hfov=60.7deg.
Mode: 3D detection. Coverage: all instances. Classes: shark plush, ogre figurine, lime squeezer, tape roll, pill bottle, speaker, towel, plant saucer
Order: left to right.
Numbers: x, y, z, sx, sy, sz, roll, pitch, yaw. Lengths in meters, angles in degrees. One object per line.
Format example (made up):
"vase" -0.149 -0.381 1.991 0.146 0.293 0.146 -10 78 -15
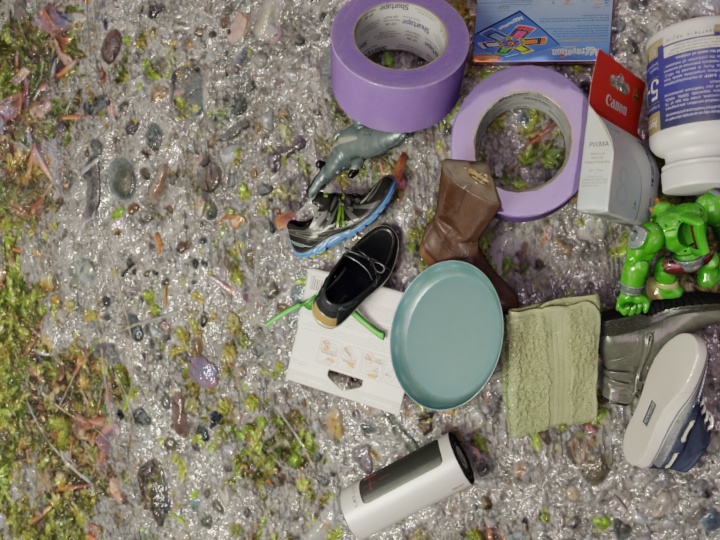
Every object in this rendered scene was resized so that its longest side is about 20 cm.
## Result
"lime squeezer" -0.057 0.060 0.941 0.194 0.038 0.073 4 119 14
"shark plush" -0.016 -0.180 0.935 0.196 0.091 0.085 -26 54 18
"tape roll" 0.054 -0.303 0.879 0.193 0.086 0.205 0 61 -1
"speaker" 0.068 0.324 0.922 0.197 0.081 0.083 -31 82 13
"plant saucer" 0.120 0.089 0.849 0.197 0.027 0.206 -18 65 43
"tape roll" 0.229 -0.175 0.873 0.194 0.085 0.207 0 90 15
"towel" 0.260 0.133 0.839 0.144 0.037 0.206 -11 113 -7
"ogre figurine" 0.421 -0.030 0.802 0.194 0.099 0.122 -14 121 15
"pill bottle" 0.439 -0.208 0.803 0.116 0.119 0.207 -1 86 14

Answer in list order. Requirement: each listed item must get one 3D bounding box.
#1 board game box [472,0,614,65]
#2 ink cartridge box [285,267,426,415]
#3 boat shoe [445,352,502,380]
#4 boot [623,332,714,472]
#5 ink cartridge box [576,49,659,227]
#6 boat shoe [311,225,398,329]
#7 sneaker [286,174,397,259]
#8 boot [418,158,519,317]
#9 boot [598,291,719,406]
"board game box" 0.266 -0.356 0.905 0.194 0.019 0.107 5 89 15
"ink cartridge box" -0.006 0.107 0.959 0.194 0.045 0.182 14 92 15
"boat shoe" 0.212 0.118 0.891 0.195 0.070 0.072 -24 67 -7
"boot" 0.426 0.177 0.811 0.088 0.073 0.205 10 117 -8
"ink cartridge box" 0.351 -0.167 0.810 0.047 0.157 0.207 10 93 46
"boat shoe" 0.000 0.000 0.905 0.074 0.063 0.201 35 57 9
"sneaker" -0.031 -0.091 0.950 0.196 0.071 0.084 -29 99 15
"boot" 0.168 -0.043 0.842 0.184 0.202 0.064 35 55 14
"boot" 0.423 0.110 0.848 0.194 0.068 0.135 -13 98 14
